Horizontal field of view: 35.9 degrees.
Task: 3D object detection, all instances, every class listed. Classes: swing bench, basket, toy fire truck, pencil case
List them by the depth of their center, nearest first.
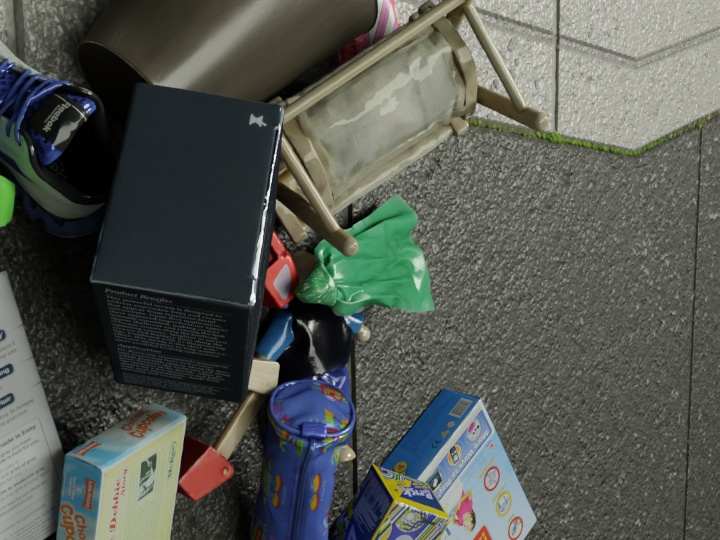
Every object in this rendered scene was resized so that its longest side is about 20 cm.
[{"bbox_3d":[-0.109,-0.194,0.861,0.181,0.135,0.200,48,68,-18],"label":"basket"},{"bbox_3d":[0.012,-0.122,0.920,0.198,0.200,0.131,-34,103,-10],"label":"swing bench"},{"bbox_3d":[-0.114,0.076,0.942,0.200,0.048,0.142,-44,116,-23],"label":"toy fire truck"},{"bbox_3d":[-0.055,0.198,0.979,0.077,0.087,0.203,3,117,-13],"label":"pencil case"}]

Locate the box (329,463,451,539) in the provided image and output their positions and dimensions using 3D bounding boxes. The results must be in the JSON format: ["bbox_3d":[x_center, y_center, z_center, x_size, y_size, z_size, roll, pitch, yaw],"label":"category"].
[{"bbox_3d":[0.001,0.289,1.044,0.069,0.064,0.202,23,104,-26],"label":"box"}]

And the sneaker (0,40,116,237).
[{"bbox_3d":[-0.227,-0.112,0.742,0.200,0.115,0.081,46,64,-17],"label":"sneaker"}]

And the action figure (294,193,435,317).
[{"bbox_3d":[0.000,0.000,1.011,0.199,0.054,0.120,-18,85,-61],"label":"action figure"}]

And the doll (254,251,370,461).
[{"bbox_3d":[-0.048,0.083,1.026,0.135,0.048,0.203,-13,106,-36],"label":"doll"}]

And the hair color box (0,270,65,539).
[{"bbox_3d":[-0.279,0.107,0.794,0.100,0.060,0.203,-30,118,-41],"label":"hair color box"}]

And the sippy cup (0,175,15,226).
[{"bbox_3d":[-0.315,-0.053,0.683,0.141,0.129,0.178,-56,130,-20],"label":"sippy cup"}]

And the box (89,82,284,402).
[{"bbox_3d":[-0.120,-0.011,0.801,0.105,0.201,0.151,9,64,-4],"label":"box"}]

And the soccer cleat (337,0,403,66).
[{"bbox_3d":[0.002,-0.197,1.017,0.076,0.066,0.202,-41,126,-26],"label":"soccer cleat"}]

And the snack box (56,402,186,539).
[{"bbox_3d":[-0.190,0.217,0.862,0.116,0.037,0.203,-29,132,-65],"label":"snack box"}]

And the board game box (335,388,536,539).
[{"bbox_3d":[0.087,0.268,1.186,0.200,0.055,0.197,-46,126,-29],"label":"board game box"}]
